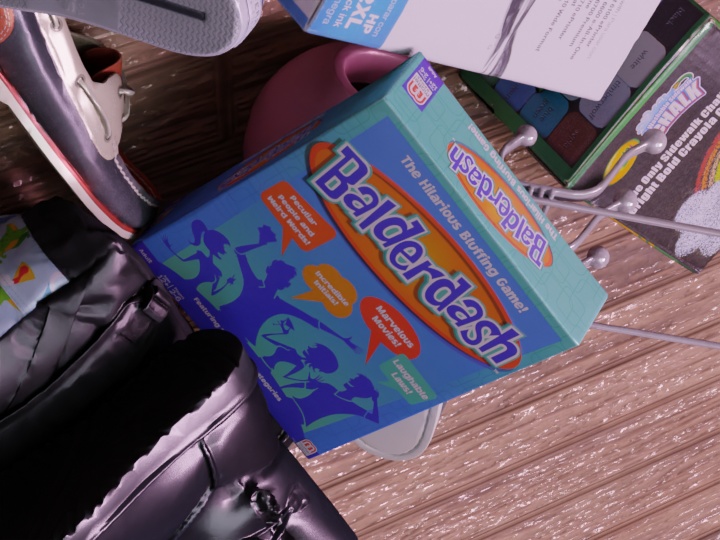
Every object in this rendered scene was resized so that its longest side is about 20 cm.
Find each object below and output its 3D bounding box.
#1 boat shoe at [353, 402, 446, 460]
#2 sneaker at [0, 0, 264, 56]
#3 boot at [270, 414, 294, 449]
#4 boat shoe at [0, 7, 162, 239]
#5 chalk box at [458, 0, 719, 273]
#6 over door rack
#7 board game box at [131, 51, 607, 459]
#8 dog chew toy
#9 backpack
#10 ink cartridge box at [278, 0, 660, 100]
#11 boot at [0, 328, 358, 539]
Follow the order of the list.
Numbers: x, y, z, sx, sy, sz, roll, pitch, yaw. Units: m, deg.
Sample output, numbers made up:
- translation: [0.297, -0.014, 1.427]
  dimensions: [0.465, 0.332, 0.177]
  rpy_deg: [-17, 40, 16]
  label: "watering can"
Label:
- translation: [0.041, 0.020, 1.031]
  dimensions: [0.072, 0.062, 0.201]
  rpy_deg: [23, 134, 1]
  label: "boat shoe"
- translation: [-0.130, -0.153, 0.848]
  dimensions: [0.071, 0.199, 0.073]
  rpy_deg: [-63, 174, -46]
  label: "sneaker"
- translation: [-0.123, 0.130, 1.051]
  dimensions: [0.203, 0.154, 0.074]
  rpy_deg: [-30, 102, 26]
  label: "boot"
- translation: [-0.145, -0.091, 0.944]
  dimensions: [0.062, 0.071, 0.200]
  rpy_deg: [-39, 135, -5]
  label: "boat shoe"
- translation: [0.151, -0.108, 1.108]
  dimensions: [0.125, 0.124, 0.200]
  rpy_deg: [-49, 137, 11]
  label: "chalk box"
- translation: [0.160, -0.006, 1.031]
  dimensions: [0.148, 0.199, 0.067]
  rpy_deg: [103, 8, -64]
  label: "over door rack"
- translation: [0.000, 0.000, 0.958]
  dimensions: [0.200, 0.152, 0.045]
  rpy_deg: [-28, -163, 42]
  label: "board game box"
- translation: [-0.019, -0.026, 1.061]
  dimensions: [0.124, 0.125, 0.201]
  rpy_deg: [-4, 136, -34]
  label: "dog chew toy"
- translation: [-0.197, 0.063, 0.995]
  dimensions: [0.200, 0.153, 0.163]
  rpy_deg: [-51, 150, -11]
  label: "backpack"
- translation: [0.033, -0.168, 0.947]
  dimensions: [0.199, 0.145, 0.084]
  rpy_deg: [8, 121, -41]
  label: "ink cartridge box"
- translation: [-0.101, 0.149, 0.972]
  dimensions: [0.200, 0.076, 0.169]
  rpy_deg: [-40, 126, -21]
  label: "boot"
